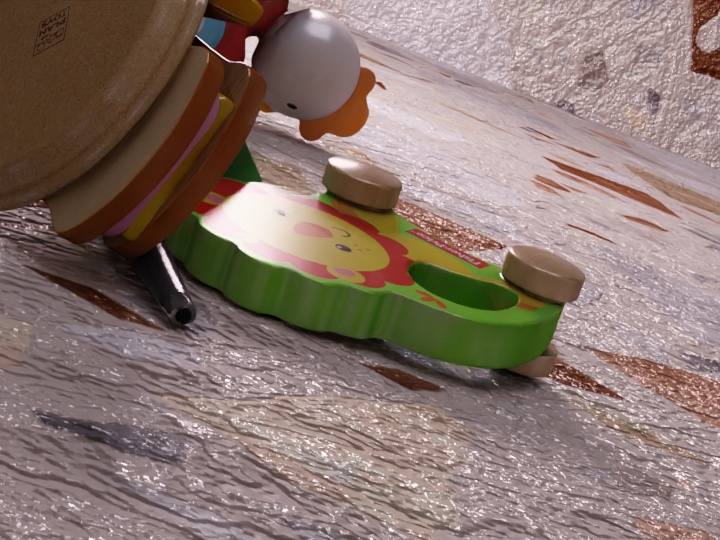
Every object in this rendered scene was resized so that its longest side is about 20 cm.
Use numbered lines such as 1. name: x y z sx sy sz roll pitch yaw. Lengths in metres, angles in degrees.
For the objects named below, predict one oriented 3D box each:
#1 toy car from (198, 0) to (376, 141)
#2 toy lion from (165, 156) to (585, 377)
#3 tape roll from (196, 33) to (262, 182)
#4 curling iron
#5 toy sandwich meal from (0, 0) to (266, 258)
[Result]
1. toy car: -0.078 -0.183 1.592 0.200 0.177 0.184 49 -8 -9
2. toy lion: 0.000 0.000 1.003 0.199 0.069 0.191 27 19 22
3. tape roll: -0.120 -0.133 1.090 0.200 0.048 0.201 156 -90 -88
4. curling iron: -0.104 -0.023 0.928 0.026 0.050 0.200 44 10 -25
5. toy sandwich meal: -0.127 -0.098 0.922 0.070 0.206 0.205 39 -2 -38
